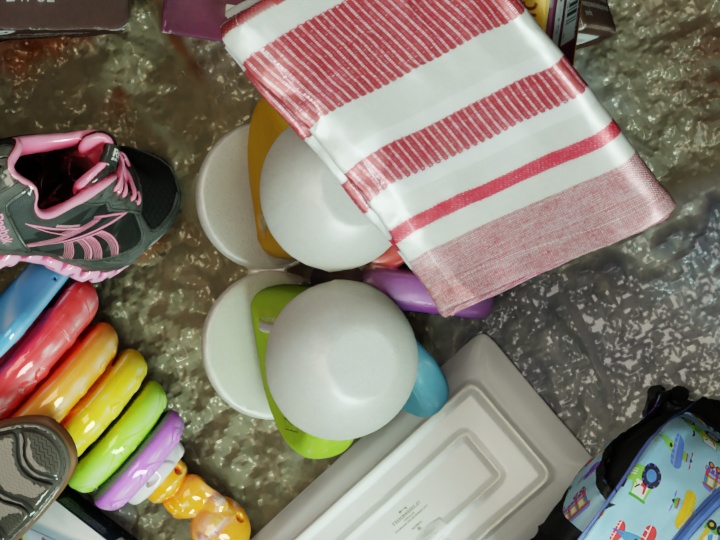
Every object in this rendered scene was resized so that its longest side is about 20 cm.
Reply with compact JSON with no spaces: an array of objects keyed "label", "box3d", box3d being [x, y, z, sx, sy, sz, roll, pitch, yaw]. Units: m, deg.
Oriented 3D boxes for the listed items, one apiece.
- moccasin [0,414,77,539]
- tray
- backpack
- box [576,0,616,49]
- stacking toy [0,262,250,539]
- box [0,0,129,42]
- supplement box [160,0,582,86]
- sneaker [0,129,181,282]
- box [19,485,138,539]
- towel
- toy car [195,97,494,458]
[{"label":"moccasin","box3d":[-0.231,0.147,1.488,0.074,0.078,0.201,48,112,6]},{"label":"tray","box3d":[0.029,0.139,1.509,0.200,0.022,0.107,-43,83,13]},{"label":"backpack","box3d":[0.149,0.162,1.386,0.134,0.200,0.183,39,101,10]},{"label":"box","box3d":[0.069,-0.212,1.439,0.075,0.100,0.201,-16,88,15]},{"label":"stacking toy","box3d":[-0.140,0.091,1.522,0.200,0.116,0.110,42,123,-7]},{"label":"box","box3d":[-0.237,-0.219,1.406,0.164,0.166,0.201,1,94,43]},{"label":"supplement box","box3d":[0.012,-0.173,1.346,0.199,0.103,0.131,8,103,13]},{"label":"sneaker","box3d":[-0.152,-0.044,1.454,0.095,0.200,0.079,-31,78,32]},{"label":"box","box3d":[-0.231,0.165,1.548,0.200,0.038,0.137,37,101,10]},{"label":"towel","box3d":[0.041,-0.074,1.305,0.144,0.023,0.200,-26,115,33]},{"label":"toy car","box3d":[0.000,0.000,1.456,0.149,0.175,0.201,-3,92,-21]}]
